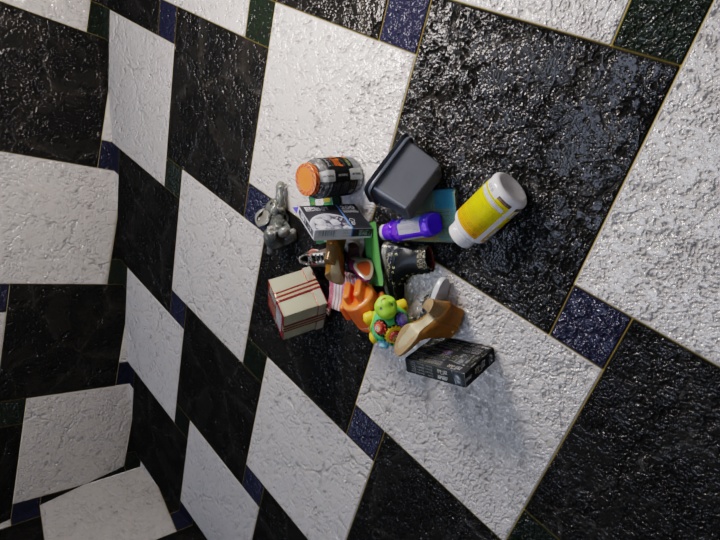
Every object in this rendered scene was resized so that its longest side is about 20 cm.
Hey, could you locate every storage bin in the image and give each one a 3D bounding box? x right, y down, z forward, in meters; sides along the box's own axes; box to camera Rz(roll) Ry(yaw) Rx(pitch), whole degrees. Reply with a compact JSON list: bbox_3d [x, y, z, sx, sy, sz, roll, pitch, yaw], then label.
[{"bbox_3d":[0.127,-0.243,1.462,0.134,0.146,0.201,37,85,19],"label":"storage bin"}]

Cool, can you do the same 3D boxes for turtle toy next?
[{"bbox_3d":[0.086,0.152,1.576,0.101,0.144,0.202,-115,6,-57],"label":"turtle toy"}]

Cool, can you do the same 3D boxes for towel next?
[{"bbox_3d":[-0.038,0.084,1.802,0.198,0.030,0.149,17,113,40],"label":"towel"},{"bbox_3d":[0.199,-0.155,1.516,0.198,0.022,0.149,3,102,46],"label":"towel"}]

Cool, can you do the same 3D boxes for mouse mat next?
[{"bbox_3d":[0.039,-0.050,1.641,0.161,0.007,0.204,179,83,-76],"label":"mouse mat"}]

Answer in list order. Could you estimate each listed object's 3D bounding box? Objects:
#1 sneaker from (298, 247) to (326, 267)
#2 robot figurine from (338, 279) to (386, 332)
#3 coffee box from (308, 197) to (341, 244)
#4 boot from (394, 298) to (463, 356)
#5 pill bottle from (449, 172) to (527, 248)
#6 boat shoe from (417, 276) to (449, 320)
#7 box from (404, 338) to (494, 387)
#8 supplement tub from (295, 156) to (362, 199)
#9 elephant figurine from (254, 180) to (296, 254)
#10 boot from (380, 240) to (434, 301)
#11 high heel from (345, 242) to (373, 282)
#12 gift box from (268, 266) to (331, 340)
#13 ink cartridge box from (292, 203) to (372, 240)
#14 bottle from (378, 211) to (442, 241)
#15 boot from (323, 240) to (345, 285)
[{"bbox_3d":[-0.138,-0.038,1.830,0.198,0.081,0.078,-8,95,45],"label":"sneaker"},{"bbox_3d":[0.017,0.116,1.666,0.117,0.143,0.201,44,171,50],"label":"robot figurine"},{"bbox_3d":[-0.114,-0.194,1.792,0.122,0.044,0.204,-5,97,45],"label":"coffee box"},{"bbox_3d":[0.198,0.175,1.491,0.202,0.143,0.071,-56,37,15],"label":"boot"},{"bbox_3d":[0.316,-0.145,1.342,0.200,0.108,0.110,-46,69,40],"label":"pill bottle"},{"bbox_3d":[0.205,0.102,1.545,0.056,0.068,0.203,32,124,34],"label":"boat shoe"},{"bbox_3d":[0.248,0.247,1.473,0.198,0.159,0.044,6,114,42],"label":"box"},{"bbox_3d":[-0.098,-0.288,1.642,0.121,0.198,0.125,13,110,40],"label":"supplement tub"},{"bbox_3d":[-0.313,-0.194,1.948,0.142,0.153,0.203,73,176,-70],"label":"elephant figurine"},{"bbox_3d":[0.145,0.013,1.576,0.152,0.073,0.207,4,115,33],"label":"boot"},{"bbox_3d":[0.000,0.000,1.681,0.201,0.066,0.097,-111,17,-53],"label":"high heel"},{"bbox_3d":[-0.206,0.110,1.836,0.186,0.184,0.201,63,156,24],"label":"gift box"},{"bbox_3d":[-0.088,-0.164,1.630,0.201,0.195,0.044,53,139,45],"label":"ink cartridge box"},{"bbox_3d":[0.137,-0.121,1.514,0.198,0.083,0.066,-5,105,47],"label":"bottle"},{"bbox_3d":[-0.069,-0.054,1.719,0.070,0.146,0.202,11,154,12],"label":"boot"}]
